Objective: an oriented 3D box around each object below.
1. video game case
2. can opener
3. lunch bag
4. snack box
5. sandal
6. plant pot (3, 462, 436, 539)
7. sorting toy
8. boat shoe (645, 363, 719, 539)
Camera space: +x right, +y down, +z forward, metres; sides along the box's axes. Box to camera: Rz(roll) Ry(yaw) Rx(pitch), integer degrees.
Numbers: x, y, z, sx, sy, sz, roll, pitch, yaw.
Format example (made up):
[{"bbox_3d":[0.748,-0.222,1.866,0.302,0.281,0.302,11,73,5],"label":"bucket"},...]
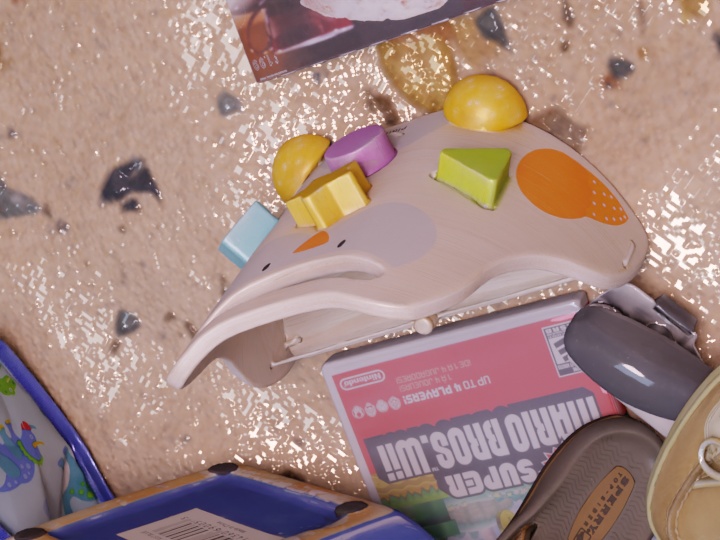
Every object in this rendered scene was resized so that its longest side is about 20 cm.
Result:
[{"bbox_3d":[0.077,0.120,0.953,0.142,0.017,0.202,-15,103,27],"label":"video game case"},{"bbox_3d":[0.172,0.084,0.867,0.199,0.067,0.053,39,123,4],"label":"can opener"},{"bbox_3d":[-0.213,0.166,1.041,0.169,0.128,0.201,-28,109,27],"label":"lunch bag"},{"bbox_3d":[0.027,-0.147,0.870,0.198,0.024,0.073,-15,101,28],"label":"snack box"},{"bbox_3d":[0.087,0.154,0.864,0.082,0.201,0.054,42,163,-17],"label":"sandal"},{"bbox_3d":[-0.067,0.203,0.918,0.199,0.199,0.182,9,108,51],"label":"plant pot"},{"bbox_3d":[0.000,0.000,0.848,0.198,0.180,0.108,-17,102,27],"label":"sorting toy"},{"bbox_3d":[0.193,0.059,0.793,0.073,0.063,0.200,42,115,-12],"label":"boat shoe"}]
